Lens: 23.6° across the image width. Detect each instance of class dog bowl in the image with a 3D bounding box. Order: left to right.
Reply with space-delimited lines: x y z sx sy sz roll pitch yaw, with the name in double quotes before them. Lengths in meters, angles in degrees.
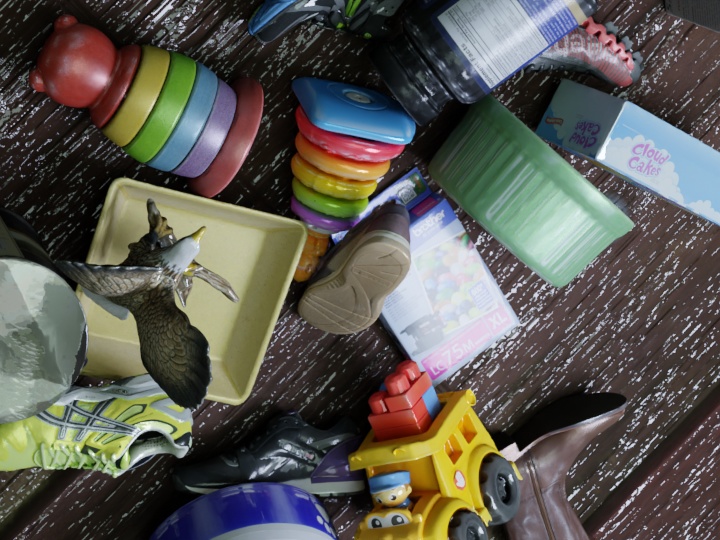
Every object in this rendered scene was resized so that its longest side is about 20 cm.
"dog bowl" -0.113 0.303 1.702 0.200 0.079 0.200 -11 135 -11

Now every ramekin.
"ramekin" 0.160 -0.075 1.673 0.200 0.200 0.098 39 97 -25

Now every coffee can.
"coffee can" -0.330 0.033 1.518 0.146 0.200 0.147 -6 108 -18

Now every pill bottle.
"pill bottle" 0.110 -0.227 1.599 0.200 0.112 0.112 -36 115 9

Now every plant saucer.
"plant saucer" -0.175 0.015 1.644 0.200 0.048 0.200 13 109 -24

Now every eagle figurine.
"eagle figurine" -0.184 0.018 1.493 0.151 0.200 0.151 12 120 0

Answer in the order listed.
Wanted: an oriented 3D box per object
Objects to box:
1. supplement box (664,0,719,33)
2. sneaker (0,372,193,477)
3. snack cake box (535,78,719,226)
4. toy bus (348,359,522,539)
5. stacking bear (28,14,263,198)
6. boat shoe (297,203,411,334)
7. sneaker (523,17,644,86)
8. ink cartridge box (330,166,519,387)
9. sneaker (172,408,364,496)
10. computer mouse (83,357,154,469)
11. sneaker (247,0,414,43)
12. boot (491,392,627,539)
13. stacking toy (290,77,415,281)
"supplement box" 0.400 -0.282 1.694 0.126 0.200 0.074 -17 114 -16
"sneaker" -0.248 0.149 1.564 0.200 0.076 0.075 -14 142 -13
"snack cake box" 0.291 -0.117 1.738 0.200 0.115 0.067 24 97 -31
"toy bus" 0.053 0.197 1.708 0.200 0.136 0.192 -48 120 -52
"stacking bear" -0.200 -0.157 1.565 0.200 0.114 0.122 25 96 -20
"boat shoe" 0.000 0.000 1.657 0.072 0.200 0.065 27 58 -9
"sneaker" 0.189 -0.227 1.705 0.200 0.071 0.098 30 93 -23
"ink cartridge box" 0.065 0.009 1.747 0.119 0.042 0.200 -36 113 -7
"sneaker" -0.093 0.183 1.732 0.200 0.076 0.088 0 89 -23
"computer mouse" -0.264 0.134 1.635 0.110 0.044 0.200 -35 141 10
"sneaker" -0.009 -0.250 1.624 0.199 0.071 0.083 -20 105 -17
"boot" 0.229 0.247 1.862 0.186 0.064 0.200 -23 109 1
"stacking toy" -0.030 -0.077 1.661 0.110 0.116 0.200 10 113 -20
